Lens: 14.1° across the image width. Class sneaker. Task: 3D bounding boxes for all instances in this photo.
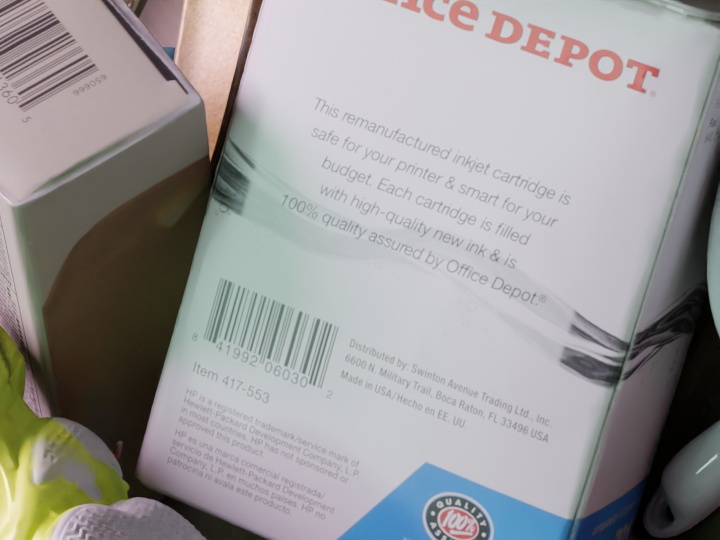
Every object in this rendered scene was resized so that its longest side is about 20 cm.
[{"bbox_3d":[-0.109,0.100,0.886,0.105,0.076,0.200,-50,58,15],"label":"sneaker"}]

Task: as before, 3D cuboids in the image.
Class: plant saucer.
[{"bbox_3d":[-0.033,-0.101,1.011,0.200,0.035,0.201,-170,90,-80],"label":"plant saucer"}]

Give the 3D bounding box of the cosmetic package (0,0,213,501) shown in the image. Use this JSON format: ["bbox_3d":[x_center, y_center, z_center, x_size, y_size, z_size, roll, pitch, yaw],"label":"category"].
[{"bbox_3d":[-0.099,-0.010,0.962,0.105,0.071,0.200,49,159,28],"label":"cosmetic package"}]

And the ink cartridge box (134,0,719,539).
[{"bbox_3d":[0.031,-0.006,0.904,0.146,0.086,0.201,21,103,20],"label":"ink cartridge box"}]

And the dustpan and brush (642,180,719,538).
[{"bbox_3d":[0.136,0.019,0.859,0.200,0.057,0.140,-47,60,30],"label":"dustpan and brush"}]

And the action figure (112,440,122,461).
[{"bbox_3d":[-0.120,0.102,0.975,0.199,0.065,0.099,13,74,44],"label":"action figure"}]

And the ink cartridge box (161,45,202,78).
[{"bbox_3d":[-0.153,0.006,1.133,0.128,0.125,0.201,10,97,49],"label":"ink cartridge box"}]
